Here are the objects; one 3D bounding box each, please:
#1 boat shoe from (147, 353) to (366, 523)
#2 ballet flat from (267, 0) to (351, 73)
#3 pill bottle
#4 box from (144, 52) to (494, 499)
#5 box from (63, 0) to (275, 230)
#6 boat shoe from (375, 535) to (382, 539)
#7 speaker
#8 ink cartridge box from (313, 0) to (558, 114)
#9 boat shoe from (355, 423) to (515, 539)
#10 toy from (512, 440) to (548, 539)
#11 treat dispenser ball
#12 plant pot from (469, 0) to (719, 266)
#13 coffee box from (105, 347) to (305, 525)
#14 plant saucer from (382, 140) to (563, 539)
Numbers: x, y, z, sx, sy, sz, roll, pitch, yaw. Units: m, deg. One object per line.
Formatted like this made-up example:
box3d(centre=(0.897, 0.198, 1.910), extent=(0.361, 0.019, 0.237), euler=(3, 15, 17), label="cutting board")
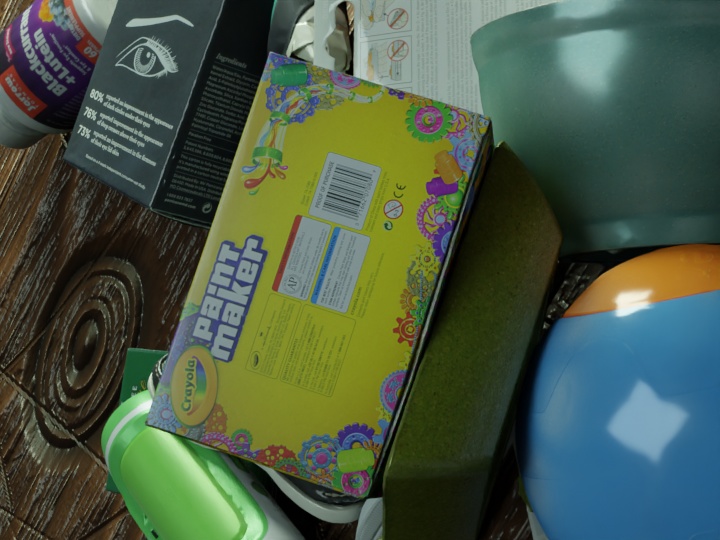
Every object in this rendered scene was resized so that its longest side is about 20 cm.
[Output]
box3d(centre=(-0.070, 0.103, 1.125), extent=(0.200, 0.074, 0.060), euler=(33, 138, 29), label="boat shoe")
box3d(centre=(-0.039, -0.145, 1.228), extent=(0.073, 0.073, 0.200), euler=(26, 105, 46), label="ballet flat")
box3d(centre=(-0.264, -0.191, 1.437), extent=(0.200, 0.111, 0.111), euler=(-32, 58, 36), label="pill bottle")
box3d(centre=(-0.011, 0.013, 0.880), extent=(0.122, 0.193, 0.200), euler=(17, 84, 8), label="box")
box3d(centre=(-0.136, -0.150, 1.301), extent=(0.148, 0.104, 0.200), euler=(29, 100, 46), label="box")
box3d(centre=(0.063, 0.235, 1.002), extent=(0.200, 0.063, 0.073), euler=(31, 136, 40), label="boat shoe")
box3d(centre=(-0.109, 0.173, 1.145), extent=(0.200, 0.088, 0.088), euler=(46, 112, 39), label="speaker")
box3d(centre=(0.068, -0.155, 1.084), extent=(0.200, 0.050, 0.162), euler=(-5, 75, 22), label="ink cartridge box")
box3d(centre=(0.059, 0.121, 1.064), extent=(0.200, 0.072, 0.071), euler=(-59, 14, 31), label="boat shoe")
box3d(centre=(0.137, 0.135, 0.989), extent=(0.115, 0.047, 0.200), euler=(-32, 59, 35), label="toy")
box3d(centre=(0.182, 0.087, 0.844), extent=(0.201, 0.201, 0.201), euler=(-14, 70, 43), label="treat dispenser ball")
box3d(centre=(0.167, -0.073, 0.918), extent=(0.200, 0.200, 0.134), euler=(-7, 84, 44), label="plant pot")
box3d(centre=(-0.117, 0.127, 1.253), extent=(0.200, 0.044, 0.123), euler=(0, 81, 44), label="coffee box")
box3d(centre=(0.065, 0.063, 0.880), extent=(0.048, 0.200, 0.200), euler=(16, 64, 8), label="plant saucer")
